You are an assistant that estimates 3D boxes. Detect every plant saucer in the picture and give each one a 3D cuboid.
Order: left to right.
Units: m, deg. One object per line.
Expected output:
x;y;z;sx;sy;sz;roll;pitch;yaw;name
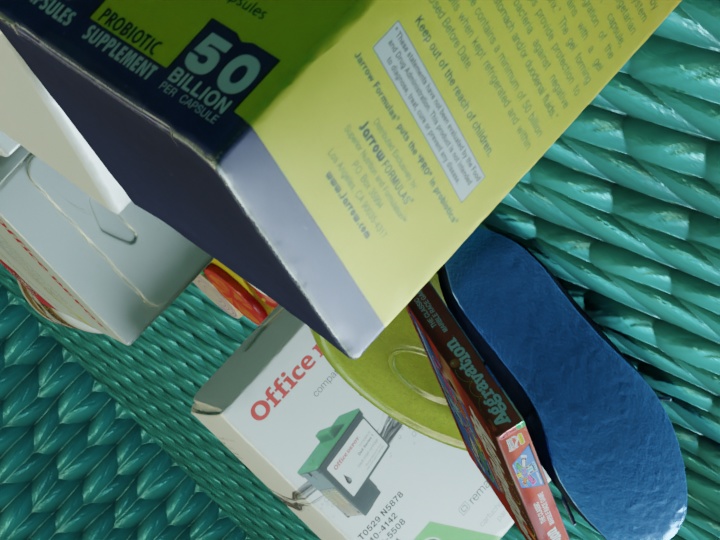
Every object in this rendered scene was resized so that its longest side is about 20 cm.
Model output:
0.047;0.052;1.467;0.199;0.031;0.200;24;154;13;plant saucer

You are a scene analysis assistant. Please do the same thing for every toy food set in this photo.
-0.064;0.023;1.867;0.198;0.049;0.200;35;167;36;toy food set

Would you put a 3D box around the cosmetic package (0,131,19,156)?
-0.281;-0.191;1.627;0.200;0.123;0.199;49;167;-23;cosmetic package

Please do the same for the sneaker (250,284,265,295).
0.000;0.000;1.533;0.200;0.075;0.088;36;161;-8;sneaker

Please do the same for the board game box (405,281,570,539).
0.073;0.092;1.373;0.103;0.019;0.200;55;174;32;board game box

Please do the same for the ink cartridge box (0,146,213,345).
-0.186;-0.059;1.726;0.145;0.145;0.200;48;168;-23;ink cartridge box

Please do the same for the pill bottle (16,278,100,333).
-0.221;-0.005;2.141;0.114;0.114;0.200;45;169;-13;pill bottle

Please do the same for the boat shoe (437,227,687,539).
0.111;0.056;1.352;0.200;0.084;0.069;62;173;-11;boat shoe

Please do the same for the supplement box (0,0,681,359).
0.010;-0.096;0.745;0.109;0.200;0.110;34;166;37;supplement box

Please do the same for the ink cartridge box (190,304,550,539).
0.011;0.107;1.664;0.200;0.146;0.084;44;168;-12;ink cartridge box

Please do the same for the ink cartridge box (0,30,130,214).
-0.059;-0.136;0.839;0.084;0.200;0.145;38;169;22;ink cartridge box
